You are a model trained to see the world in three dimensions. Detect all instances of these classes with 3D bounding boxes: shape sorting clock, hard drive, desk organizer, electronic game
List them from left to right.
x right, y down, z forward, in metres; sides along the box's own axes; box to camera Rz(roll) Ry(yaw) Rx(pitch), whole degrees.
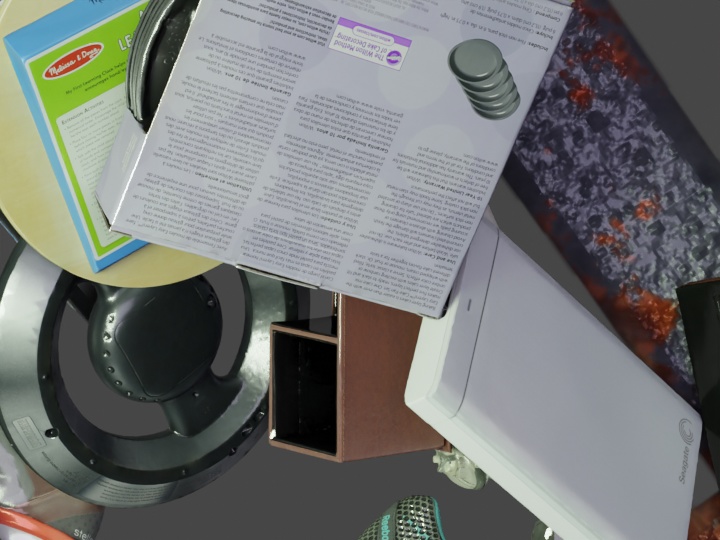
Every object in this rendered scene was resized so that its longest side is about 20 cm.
[{"bbox_3d":[-0.107,-0.090,1.421,0.200,0.039,0.200,-13,113,-31],"label":"shape sorting clock"},{"bbox_3d":[-0.112,0.032,1.494,0.200,0.042,0.200,-11,110,-34],"label":"electronic game"},{"bbox_3d":[0.000,0.000,1.501,0.077,0.072,0.200,-5,99,-38],"label":"desk organizer"},{"bbox_3d":[0.108,0.075,1.487,0.200,0.027,0.132,42,42,-28],"label":"hard drive"}]

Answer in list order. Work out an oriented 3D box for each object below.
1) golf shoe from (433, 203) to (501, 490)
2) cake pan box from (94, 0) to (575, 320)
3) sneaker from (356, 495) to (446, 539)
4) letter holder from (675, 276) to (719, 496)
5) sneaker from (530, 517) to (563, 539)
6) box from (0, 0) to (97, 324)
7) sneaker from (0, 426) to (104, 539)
[{"bbox_3d":[0.073,0.019,1.551,0.097,0.078,0.200,-8,86,-33],"label":"golf shoe"},{"bbox_3d":[-0.017,-0.085,1.385,0.200,0.052,0.184,15,106,-22],"label":"cake pan box"},{"bbox_3d":[0.076,0.200,1.532,0.200,0.078,0.091,38,81,-4],"label":"sneaker"},{"bbox_3d":[0.277,0.090,1.534,0.142,0.101,0.200,-11,89,-16],"label":"letter holder"},{"bbox_3d":[0.173,0.206,1.531,0.076,0.091,0.200,-43,91,-4],"label":"sneaker"},{"bbox_3d":[-0.123,-0.095,1.480,0.200,0.050,0.199,-41,131,-5],"label":"box"},{"bbox_3d":[-0.226,0.094,1.513,0.200,0.077,0.082,31,75,-14],"label":"sneaker"}]
